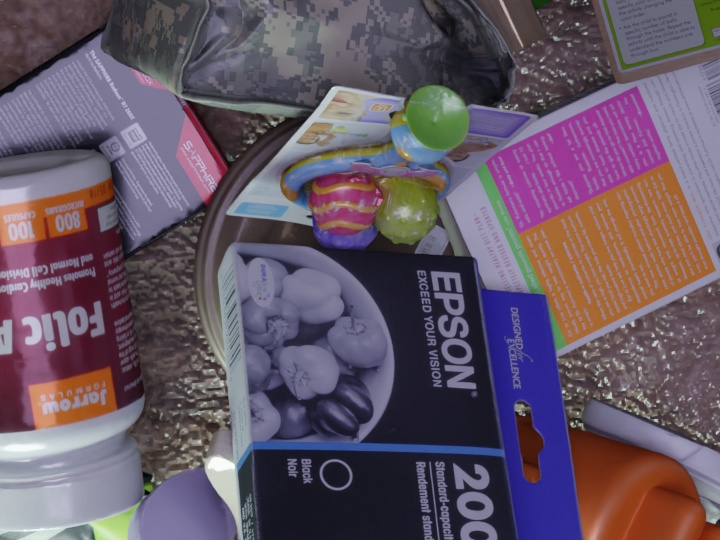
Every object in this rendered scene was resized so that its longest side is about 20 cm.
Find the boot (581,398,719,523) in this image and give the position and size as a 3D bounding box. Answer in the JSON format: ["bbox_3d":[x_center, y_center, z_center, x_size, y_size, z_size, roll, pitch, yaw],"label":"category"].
[{"bbox_3d":[0.207,0.159,1.590,0.199,0.074,0.096,28,90,-7],"label":"boot"}]

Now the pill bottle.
[{"bbox_3d":[-0.184,0.039,1.491,0.113,0.114,0.201,-8,100,0],"label":"pill bottle"}]

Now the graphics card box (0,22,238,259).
[{"bbox_3d":[-0.187,-0.051,1.559,0.199,0.051,0.126,-32,99,2],"label":"graphics card box"}]

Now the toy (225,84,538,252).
[{"bbox_3d":[0.008,-0.042,1.434,0.114,0.200,0.047,6,67,-18],"label":"toy"}]

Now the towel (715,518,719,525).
[{"bbox_3d":[0.299,0.216,1.588,0.199,0.035,0.194,-10,111,-17],"label":"towel"}]

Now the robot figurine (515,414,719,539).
[{"bbox_3d":[0.119,0.151,1.532,0.199,0.143,0.117,15,109,41],"label":"robot figurine"}]

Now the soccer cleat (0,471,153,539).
[{"bbox_3d":[-0.215,0.147,1.584,0.199,0.068,0.081,15,106,-5],"label":"soccer cleat"}]

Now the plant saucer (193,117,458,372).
[{"bbox_3d":[0.000,0.000,1.559,0.199,0.029,0.201,-3,101,-17],"label":"plant saucer"}]

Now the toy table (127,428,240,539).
[{"bbox_3d":[-0.019,0.156,1.474,0.199,0.117,0.185,15,54,-23],"label":"toy table"}]

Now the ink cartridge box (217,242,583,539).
[{"bbox_3d":[0.028,0.083,1.423,0.199,0.043,0.199,3,59,-18],"label":"ink cartridge box"}]

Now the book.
[{"bbox_3d":[0.152,-0.041,1.556,0.199,0.048,0.134,-24,98,-11],"label":"book"}]

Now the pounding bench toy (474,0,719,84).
[{"bbox_3d":[0.169,-0.186,1.502,0.199,0.156,0.125,-14,100,21],"label":"pounding bench toy"}]

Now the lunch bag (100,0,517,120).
[{"bbox_3d":[-0.024,-0.143,1.470,0.199,0.164,0.118,9,100,-22],"label":"lunch bag"}]
